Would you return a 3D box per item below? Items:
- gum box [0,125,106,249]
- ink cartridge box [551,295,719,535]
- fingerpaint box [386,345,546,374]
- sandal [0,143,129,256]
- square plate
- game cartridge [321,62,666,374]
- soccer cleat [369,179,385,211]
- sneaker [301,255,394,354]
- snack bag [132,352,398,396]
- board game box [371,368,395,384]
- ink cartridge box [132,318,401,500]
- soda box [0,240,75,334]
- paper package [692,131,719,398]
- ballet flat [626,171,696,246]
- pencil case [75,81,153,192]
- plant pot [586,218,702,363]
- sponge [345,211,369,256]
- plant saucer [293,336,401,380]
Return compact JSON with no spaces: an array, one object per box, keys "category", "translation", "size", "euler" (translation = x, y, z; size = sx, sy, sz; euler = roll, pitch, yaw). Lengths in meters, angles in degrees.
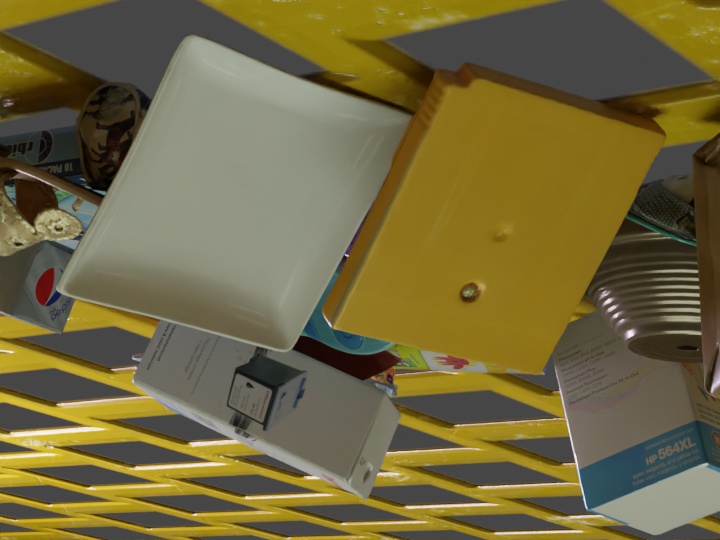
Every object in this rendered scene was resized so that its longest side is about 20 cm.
[{"category":"gum box","translation":[-0.193,-0.057,1.546],"size":[0.169,0.045,0.200],"euler":[-5,163,32]},{"category":"ink cartridge box","translation":[0.262,0.112,1.766],"size":[0.125,0.201,0.128],"euler":[-26,150,30]},{"category":"fingerpaint box","translation":[0.070,0.032,1.731],"size":[0.165,0.074,0.200],"euler":[2,165,15]},{"category":"sandal","translation":[-0.246,-0.046,1.403],"size":[0.211,0.070,0.077],"euler":[25,-179,35]},{"category":"square plate","translation":[-0.085,-0.051,1.351],"size":[0.199,0.199,0.028],"euler":[16,-160,-37]},{"category":"game cartridge","translation":[0.089,-0.032,1.334],"size":[0.175,0.201,0.032],"euler":[14,-156,-29]},{"category":"soccer cleat","translation":[0.083,-0.037,1.473],"size":[0.199,0.077,0.066],"euler":[18,160,-39]},{"category":"sneaker","translation":[0.000,0.000,1.550],"size":[0.130,0.080,0.199],"euler":[-31,-154,-34]},{"category":"snack bag","translation":[-0.093,0.102,1.954],"size":[0.199,0.022,0.188],"euler":[-7,161,41]},{"category":"board game box","translation":[-0.061,0.077,1.987],"size":[0.150,0.047,0.200],"euler":[0,164,15]},{"category":"ink cartridge box","translation":[-0.075,0.109,1.665],"size":[0.199,0.086,0.146],"euler":[22,171,10]},{"category":"soda box","translation":[-0.312,-0.012,1.588],"size":[0.199,0.069,0.063],"euler":[19,176,36]},{"category":"paper package","translation":[0.325,-0.008,1.280],"size":[0.198,0.192,0.104],"euler":[7,153,-11]},{"category":"ballet flat","translation":[0.258,-0.035,1.414],"size":[0.072,0.072,0.200],"euler":[16,-166,-34]},{"category":"pencil case","translation":[-0.101,-0.070,1.404],"size":[0.199,0.078,0.089],"euler":[17,-172,-35]},{"category":"plant pot","translation":[0.263,0.018,1.587],"size":[0.199,0.093,0.201],"euler":[5,164,1]},{"category":"sponge","translation":[0.041,-0.007,1.476],"size":[0.111,0.030,0.200],"euler":[16,-161,-30]},{"category":"plant saucer","translation":[-0.091,0.044,1.724],"size":[0.199,0.037,0.200],"euler":[29,169,-24]}]
